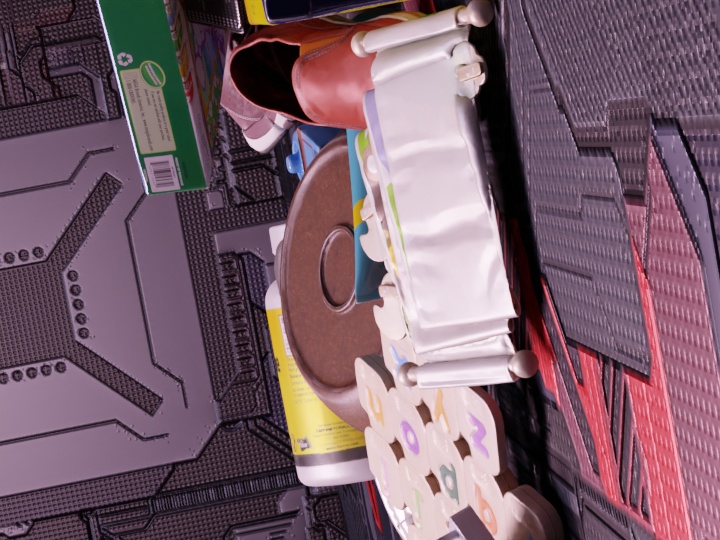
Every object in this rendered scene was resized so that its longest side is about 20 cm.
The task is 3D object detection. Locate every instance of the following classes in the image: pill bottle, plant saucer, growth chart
[{"bbox_3d":[-0.011,0.057,1.595,0.112,0.112,0.201,165,94,-85],"label":"pill bottle"},{"bbox_3d":[0.000,0.000,1.265,0.200,0.034,0.201,-7,82,59],"label":"plant saucer"},{"bbox_3d":[0.036,-0.033,1.043,0.145,0.018,0.201,7,108,60],"label":"growth chart"}]

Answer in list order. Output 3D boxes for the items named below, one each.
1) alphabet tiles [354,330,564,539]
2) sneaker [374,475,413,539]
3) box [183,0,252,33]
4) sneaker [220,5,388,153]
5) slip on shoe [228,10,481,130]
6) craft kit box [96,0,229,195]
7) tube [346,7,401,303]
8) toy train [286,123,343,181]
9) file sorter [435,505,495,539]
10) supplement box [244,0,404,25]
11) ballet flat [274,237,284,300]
[{"bbox_3d":[0.055,0.125,1.150,0.200,0.015,0.196,39,144,51],"label":"alphabet tiles"},{"bbox_3d":[0.040,0.090,1.287,0.085,0.073,0.201,-130,30,-86],"label":"sneaker"},{"bbox_3d":[-0.051,-0.261,1.190,0.160,0.044,0.201,-43,-44,-42],"label":"box"},{"bbox_3d":[-0.066,-0.161,1.402,0.076,0.115,0.200,-56,8,-36],"label":"sneaker"},{"bbox_3d":[-0.004,-0.103,1.133,0.200,0.061,0.074,19,132,52],"label":"slip on shoe"},{"bbox_3d":[-0.120,-0.183,1.250,0.198,0.048,0.200,-92,-6,-50],"label":"craft kit box"},{"bbox_3d":[0.023,-0.064,1.182,0.050,0.077,0.200,71,-173,-50],"label":"tube"},{"bbox_3d":[0.003,-0.022,1.435,0.114,0.086,0.201,-128,27,-67],"label":"toy train"},{"bbox_3d":[0.043,0.250,1.087,0.139,0.124,0.200,53,162,30],"label":"file sorter"},{"bbox_3d":[-0.009,-0.183,1.031,0.200,0.108,0.110,-128,28,-81],"label":"supplement box"},{"bbox_3d":[0.014,0.056,1.371,0.200,0.046,0.067,52,131,10],"label":"ballet flat"}]
